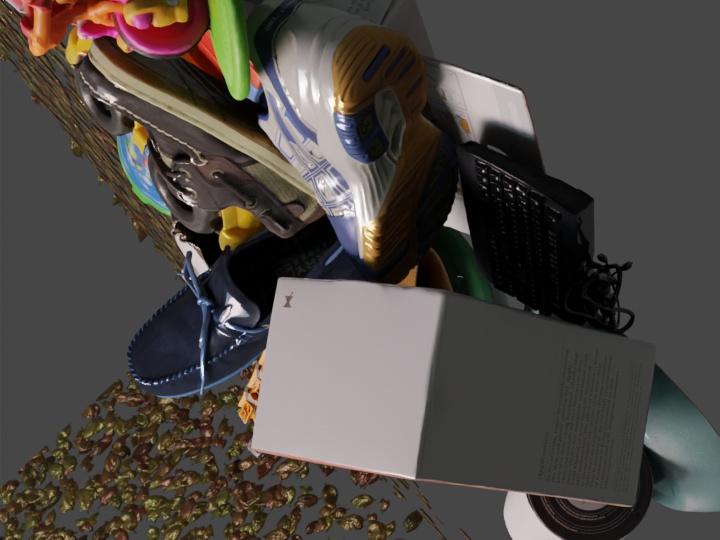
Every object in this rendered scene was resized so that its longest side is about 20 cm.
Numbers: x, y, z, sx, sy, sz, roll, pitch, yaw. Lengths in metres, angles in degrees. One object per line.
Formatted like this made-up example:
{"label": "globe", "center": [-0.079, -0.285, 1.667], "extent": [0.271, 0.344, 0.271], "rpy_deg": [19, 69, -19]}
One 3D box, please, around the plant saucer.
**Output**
{"label": "plant saucer", "center": [0.169, 0.092, 1.072], "extent": [0.200, 0.036, 0.200], "rpy_deg": [47, 172, 9]}

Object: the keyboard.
{"label": "keyboard", "center": [0.098, -0.001, 0.896], "extent": [0.104, 0.040, 0.200], "rpy_deg": [25, 167, 16]}

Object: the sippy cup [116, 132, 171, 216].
{"label": "sippy cup", "center": [-0.119, -0.111, 1.216], "extent": [0.178, 0.140, 0.130], "rpy_deg": [41, 172, 3]}

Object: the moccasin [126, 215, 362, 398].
{"label": "moccasin", "center": [-0.073, 0.006, 1.039], "extent": [0.081, 0.200, 0.068], "rpy_deg": [56, -170, 22]}

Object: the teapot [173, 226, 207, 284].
{"label": "teapot", "center": [-0.099, -0.037, 1.447], "extent": [0.197, 0.146, 0.200], "rpy_deg": [42, 171, 36]}

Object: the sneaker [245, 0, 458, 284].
{"label": "sneaker", "center": [-0.006, -0.070, 0.851], "extent": [0.088, 0.075, 0.200], "rpy_deg": [29, 154, 26]}

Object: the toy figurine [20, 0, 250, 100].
{"label": "toy figurine", "center": [-0.159, -0.163, 0.776], "extent": [0.150, 0.183, 0.201], "rpy_deg": [120, 138, -76]}

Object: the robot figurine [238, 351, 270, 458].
{"label": "robot figurine", "center": [-0.019, 0.069, 1.281], "extent": [0.058, 0.200, 0.145], "rpy_deg": [43, 133, 17]}

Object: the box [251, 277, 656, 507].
{"label": "box", "center": [0.057, 0.070, 0.914], "extent": [0.124, 0.098, 0.199], "rpy_deg": [4, 172, 44]}

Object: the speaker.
{"label": "speaker", "center": [0.141, 0.153, 1.091], "extent": [0.081, 0.081, 0.200], "rpy_deg": [46, 172, 11]}

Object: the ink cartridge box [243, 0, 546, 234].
{"label": "ink cartridge box", "center": [0.035, -0.087, 0.904], "extent": [0.173, 0.044, 0.200], "rpy_deg": [20, 160, 23]}

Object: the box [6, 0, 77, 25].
{"label": "box", "center": [-0.182, -0.215, 1.001], "extent": [0.094, 0.103, 0.200], "rpy_deg": [9, -163, -30]}

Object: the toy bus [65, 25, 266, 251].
{"label": "toy bus", "center": [-0.091, -0.139, 1.048], "extent": [0.200, 0.136, 0.192], "rpy_deg": [48, 159, 12]}

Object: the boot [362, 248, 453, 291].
{"label": "boot", "center": [0.000, 0.001, 1.111], "extent": [0.144, 0.071, 0.202], "rpy_deg": [-26, 74, 47]}

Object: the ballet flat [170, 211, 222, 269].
{"label": "ballet flat", "center": [-0.069, 0.011, 1.099], "extent": [0.200, 0.046, 0.068], "rpy_deg": [50, 130, 28]}

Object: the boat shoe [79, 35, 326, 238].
{"label": "boat shoe", "center": [-0.079, -0.063, 0.881], "extent": [0.200, 0.065, 0.073], "rpy_deg": [27, -161, -46]}

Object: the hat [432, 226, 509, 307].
{"label": "hat", "center": [0.098, 0.038, 1.174], "extent": [0.175, 0.166, 0.200], "rpy_deg": [1, -155, -35]}
